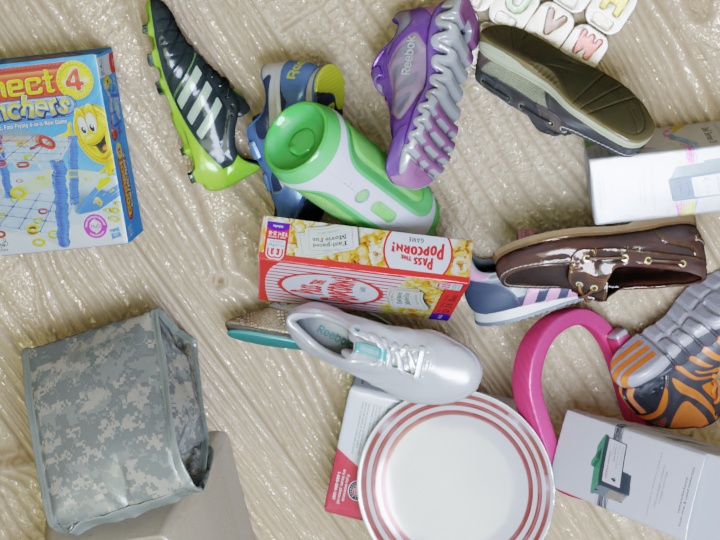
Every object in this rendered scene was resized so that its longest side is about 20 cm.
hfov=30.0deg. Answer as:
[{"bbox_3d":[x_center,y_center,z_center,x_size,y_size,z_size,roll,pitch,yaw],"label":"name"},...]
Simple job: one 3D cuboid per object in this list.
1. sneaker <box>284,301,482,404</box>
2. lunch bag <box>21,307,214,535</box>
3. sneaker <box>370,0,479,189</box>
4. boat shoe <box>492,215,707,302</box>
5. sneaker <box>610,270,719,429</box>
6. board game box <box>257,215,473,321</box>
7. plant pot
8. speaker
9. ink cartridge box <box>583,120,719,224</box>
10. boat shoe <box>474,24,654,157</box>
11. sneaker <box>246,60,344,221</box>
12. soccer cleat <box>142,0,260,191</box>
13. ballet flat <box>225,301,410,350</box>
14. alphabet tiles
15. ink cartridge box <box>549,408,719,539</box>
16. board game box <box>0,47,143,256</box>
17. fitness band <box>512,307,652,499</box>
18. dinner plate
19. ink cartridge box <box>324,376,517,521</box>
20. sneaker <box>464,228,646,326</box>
[{"bbox_3d":[0.018,0.081,1.300,0.200,0.088,0.075,16,87,9],"label":"sneaker"},{"bbox_3d":[-0.245,0.163,1.375,0.164,0.118,0.200,-17,61,11],"label":"lunch bag"},{"bbox_3d":[0.049,-0.170,1.275,0.088,0.080,0.200,7,69,23],"label":"sneaker"},{"bbox_3d":[0.228,-0.005,1.275,0.200,0.070,0.070,-10,71,6],"label":"boat shoe"},{"bbox_3d":[0.352,0.082,1.356,0.200,0.078,0.112,-34,120,2],"label":"sneaker"},{"bbox_3d":[0.000,0.000,1.315,0.200,0.152,0.046,7,74,-2],"label":"board game box"},{"bbox_3d":[-0.230,0.312,1.428,0.199,0.177,0.200,-11,105,9],"label":"plant pot"},{"bbox_3d":[-0.005,-0.085,1.280,0.088,0.089,0.200,-39,142,15],"label":"speaker"},{"bbox_3d":[0.317,-0.099,1.277,0.200,0.117,0.067,-6,106,8],"label":"ink cartridge box"},{"bbox_3d":[0.188,-0.160,1.266,0.201,0.072,0.066,39,138,26],"label":"boat shoe"},{"bbox_3d":[-0.070,-0.118,1.341,0.082,0.074,0.200,17,115,19],"label":"sneaker"},{"bbox_3d":[-0.160,-0.179,1.342,0.081,0.068,0.200,-20,105,-6],"label":"soccer cleat"},{"bbox_3d":[-0.039,0.059,1.401,0.200,0.071,0.065,13,80,0],"label":"ballet flat"},{"bbox_3d":[0.162,-0.277,1.297,0.200,0.015,0.196,33,107,-3],"label":"alphabet tiles"},{"bbox_3d":[0.298,0.199,1.268,0.146,0.200,0.084,15,88,-29],"label":"ink cartridge box"},{"bbox_3d":[-0.340,-0.119,1.377,0.200,0.056,0.196,-6,106,8],"label":"board game box"},{"bbox_3d":[0.226,0.135,1.354,0.144,0.037,0.200,-28,106,-28],"label":"fitness band"},{"bbox_3d":[0.095,0.216,1.337,0.200,0.024,0.201,0,91,15],"label":"dinner plate"},{"bbox_3d":[0.076,0.196,1.407,0.200,0.084,0.145,13,106,3],"label":"ink cartridge box"},{"bbox_3d":[0.196,-0.010,1.342,0.200,0.070,0.082,-20,105,10],"label":"sneaker"}]
